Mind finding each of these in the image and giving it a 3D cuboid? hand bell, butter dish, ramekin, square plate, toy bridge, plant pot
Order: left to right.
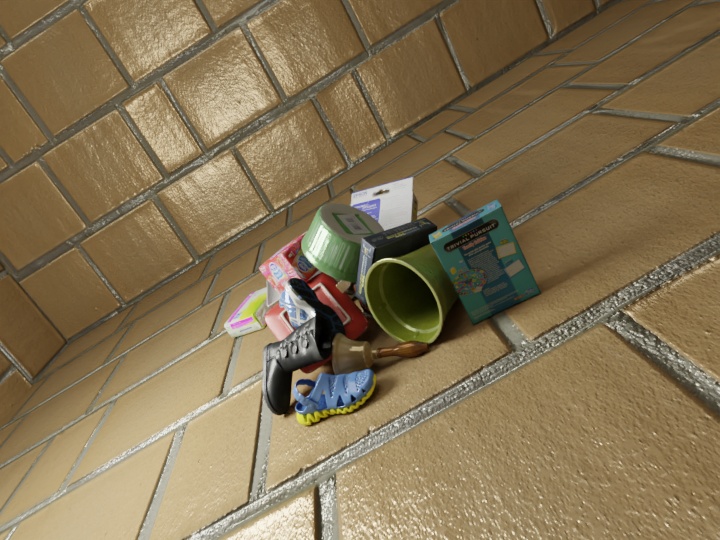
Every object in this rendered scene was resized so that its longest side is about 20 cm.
[{"bbox_3d":[-0.183,0.020,1.547,0.196,0.029,0.200,-31,24,2],"label":"square plate"},{"bbox_3d":[-0.100,0.144,1.321,0.199,0.149,0.200,-37,64,-12],"label":"butter dish"},{"bbox_3d":[-0.034,-0.073,1.275,0.201,0.197,0.099,-69,4,-60],"label":"ramekin"},{"bbox_3d":[0.000,0.000,1.362,0.067,0.027,0.200,-45,-3,24],"label":"toy bridge"},{"bbox_3d":[0.048,0.174,1.129,0.196,0.106,0.105,-10,26,19],"label":"hand bell"},{"bbox_3d":[0.141,0.031,1.167,0.198,0.204,0.183,-9,18,47],"label":"plant pot"}]

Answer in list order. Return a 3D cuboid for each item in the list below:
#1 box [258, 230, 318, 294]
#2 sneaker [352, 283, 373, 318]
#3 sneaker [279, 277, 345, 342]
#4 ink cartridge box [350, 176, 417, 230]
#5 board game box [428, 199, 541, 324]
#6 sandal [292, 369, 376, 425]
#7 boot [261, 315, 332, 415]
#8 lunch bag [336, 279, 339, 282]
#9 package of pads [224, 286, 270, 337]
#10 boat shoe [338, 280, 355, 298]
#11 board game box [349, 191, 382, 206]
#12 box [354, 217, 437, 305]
[{"bbox_3d":[-0.177,-0.017,1.401,0.100,0.096,0.199,-43,11,-27],"label":"box"},{"bbox_3d":[0.044,0.064,1.314,0.077,0.113,0.198,-43,22,-29],"label":"sneaker"},{"bbox_3d":[-0.109,0.111,1.224,0.077,0.201,0.075,-49,-18,28],"label":"sneaker"},{"bbox_3d":[0.057,-0.134,1.425,0.194,0.047,0.204,-10,58,29],"label":"ink cartridge box"},{"bbox_3d":[0.245,-0.013,1.057,0.149,0.202,0.047,-26,20,13],"label":"board game box"},{"bbox_3d":[-0.061,0.244,1.088,0.197,0.088,0.080,-25,19,14],"label":"sandal"},{"bbox_3d":[-0.132,0.208,1.162,0.198,0.168,0.065,-28,-24,35],"label":"boot"},{"bbox_3d":[-0.116,0.055,1.578,0.197,0.119,0.165,-24,23,6],"label":"lunch bag"},{"bbox_3d":[-0.352,0.132,1.823,0.152,0.069,0.201,-20,23,31],"label":"package of pads"},{"bbox_3d":[-0.016,0.016,1.499,0.061,0.071,0.202,-66,-4,22],"label":"boat shoe"},{"bbox_3d":[0.054,-0.126,1.617,0.103,0.202,0.103,-23,20,21],"label":"board game box"},{"bbox_3d":[0.083,-0.023,1.240,0.198,0.160,0.051,-20,42,-35],"label":"box"}]
